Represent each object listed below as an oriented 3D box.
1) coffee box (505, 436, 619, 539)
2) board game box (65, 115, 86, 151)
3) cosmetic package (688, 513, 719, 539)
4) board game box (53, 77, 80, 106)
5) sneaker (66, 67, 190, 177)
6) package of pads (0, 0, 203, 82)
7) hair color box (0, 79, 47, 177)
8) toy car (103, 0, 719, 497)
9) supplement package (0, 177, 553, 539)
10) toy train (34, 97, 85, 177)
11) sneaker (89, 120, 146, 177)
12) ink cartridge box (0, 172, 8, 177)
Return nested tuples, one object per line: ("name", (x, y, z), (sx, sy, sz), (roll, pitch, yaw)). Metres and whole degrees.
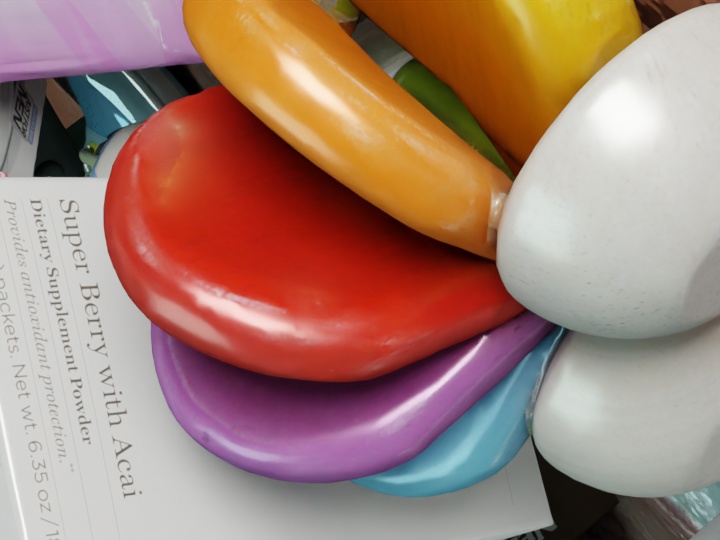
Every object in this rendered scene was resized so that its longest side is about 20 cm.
("coffee box", (-0.004, 0.065, 0.856), (0.200, 0.114, 0.080), (36, 159, 51))
("board game box", (-0.102, 0.011, 1.195), (0.152, 0.045, 0.200), (46, 166, 25))
("cosmetic package", (0.147, 0.198, 0.592), (0.200, 0.166, 0.167), (55, 167, -11))
("board game box", (-0.176, -0.162, 1.019), (0.096, 0.030, 0.200), (45, 168, 25))
("sneaker", (-0.120, -0.017, 0.988), (0.080, 0.131, 0.200), (34, 158, 56))
("package of pads", (-0.120, -0.146, 0.656), (0.200, 0.120, 0.076), (65, -154, -48))
("hair color box", (-0.195, -0.107, 0.738), (0.200, 0.065, 0.109), (54, -158, -36))
("toy car", (0.011, -0.014, 0.506), (0.175, 0.150, 0.200), (43, 165, 29))
("supplement package", (-0.060, 0.044, 0.616), (0.120, 0.200, 0.121), (-25, 75, 43))
("toy train", (-0.209, -0.080, 1.089), (0.114, 0.085, 0.200), (5, 128, 53))
("sneaker", (-0.069, 0.032, 0.788), (0.072, 0.072, 0.200), (-24, 63, 43))
("ink cartridge box", (-0.145, 0.087, 0.715), (0.146, 0.085, 0.200), (84, 178, -70))
